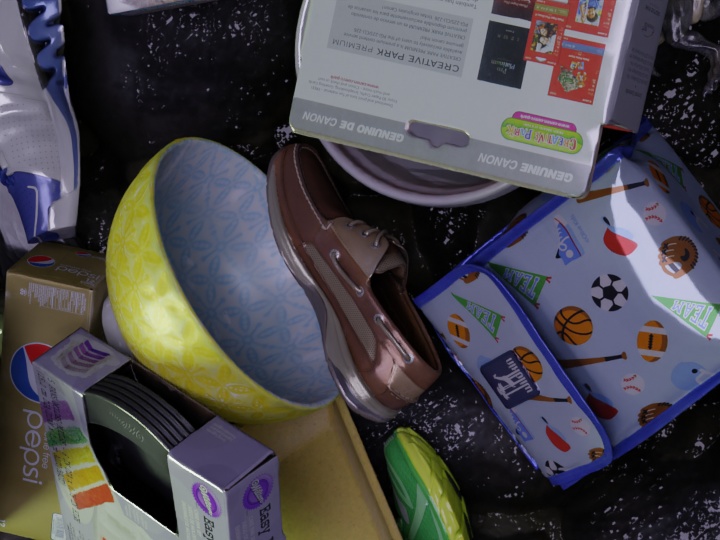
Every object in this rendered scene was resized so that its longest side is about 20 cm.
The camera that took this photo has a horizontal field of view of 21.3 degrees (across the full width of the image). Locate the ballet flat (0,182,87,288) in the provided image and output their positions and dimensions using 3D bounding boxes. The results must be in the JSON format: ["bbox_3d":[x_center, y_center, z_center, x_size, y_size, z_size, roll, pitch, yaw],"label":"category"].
[{"bbox_3d":[-0.245,-0.035,1.364,0.066,0.057,0.200,-38,96,8],"label":"ballet flat"}]

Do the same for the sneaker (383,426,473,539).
[{"bbox_3d":[0.042,0.209,1.323,0.083,0.074,0.202,-12,94,7],"label":"sneaker"}]

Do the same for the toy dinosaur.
[{"bbox_3d":[0.222,-0.172,1.266,0.088,0.047,0.200,40,98,10],"label":"toy dinosaur"}]

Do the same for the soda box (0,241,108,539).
[{"bbox_3d":[-0.212,0.086,1.333,0.064,0.068,0.201,12,112,8],"label":"soda box"}]

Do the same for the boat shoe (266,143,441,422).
[{"bbox_3d":[0.000,0.000,1.291,0.072,0.076,0.201,-29,77,26],"label":"boat shoe"}]

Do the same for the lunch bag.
[{"bbox_3d":[0.153,0.030,1.264,0.200,0.124,0.170,-37,89,26],"label":"lunch bag"}]

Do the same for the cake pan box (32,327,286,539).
[{"bbox_3d":[-0.126,0.152,1.242,0.184,0.052,0.201,29,138,30],"label":"cake pan box"}]

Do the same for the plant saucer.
[{"bbox_3d":[-0.055,0.203,1.317,0.199,0.048,0.201,-33,61,17],"label":"plant saucer"}]

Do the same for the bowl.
[{"bbox_3d":[-0.108,0.023,1.278,0.107,0.200,0.201,-30,91,26],"label":"bowl"}]

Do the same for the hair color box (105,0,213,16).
[{"bbox_3d":[-0.136,-0.281,1.305,0.099,0.061,0.202,-9,95,11],"label":"hair color box"}]

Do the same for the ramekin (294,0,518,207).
[{"bbox_3d":[0.067,-0.140,1.248,0.199,0.105,0.202,0,91,22],"label":"ramekin"}]

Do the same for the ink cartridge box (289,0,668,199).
[{"bbox_3d":[0.073,-0.147,1.145,0.199,0.084,0.177,15,96,21],"label":"ink cartridge box"}]

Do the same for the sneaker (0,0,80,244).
[{"bbox_3d":[-0.255,-0.112,1.313,0.114,0.081,0.201,-7,80,-10],"label":"sneaker"}]
